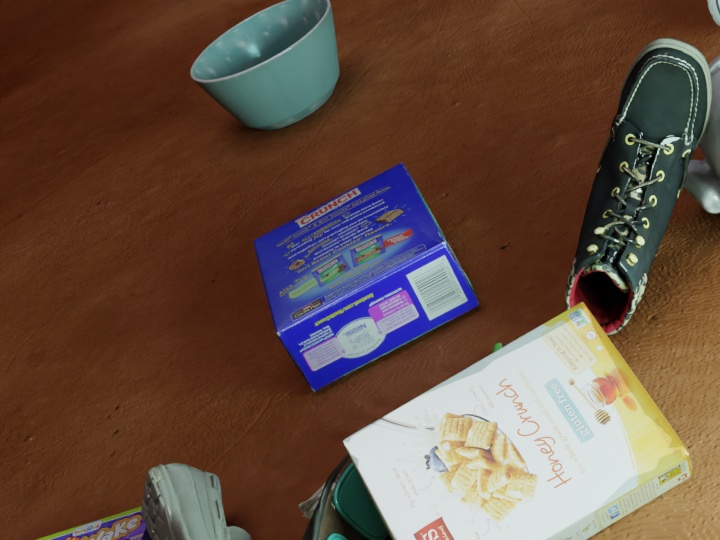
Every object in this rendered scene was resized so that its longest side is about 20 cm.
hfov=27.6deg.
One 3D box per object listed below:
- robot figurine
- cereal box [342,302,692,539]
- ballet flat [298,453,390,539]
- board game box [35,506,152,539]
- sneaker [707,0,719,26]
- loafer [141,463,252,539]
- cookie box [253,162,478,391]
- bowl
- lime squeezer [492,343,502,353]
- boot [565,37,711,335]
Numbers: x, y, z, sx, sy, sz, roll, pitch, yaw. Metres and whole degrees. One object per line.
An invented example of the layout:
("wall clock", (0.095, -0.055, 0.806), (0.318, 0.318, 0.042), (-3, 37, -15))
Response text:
("robot figurine", (0.331, -0.114, 1.180), (0.169, 0.113, 0.201), (-36, 25, 16))
("cereal box", (0.104, 0.128, 1.001), (0.199, 0.040, 0.144), (-30, 55, -3))
("ballet flat", (-0.021, 0.191, 1.050), (0.068, 0.068, 0.200), (-22, 24, 42))
("board game box", (-0.250, 0.269, 1.155), (0.198, 0.045, 0.135), (-20, 28, 18))
("sneaker", (0.431, -0.314, 1.472), (0.200, 0.079, 0.079), (-41, 23, -26))
("loafer", (-0.110, 0.213, 1.090), (0.069, 0.070, 0.200), (0, 34, -23))
("cookie box", (0.000, 0.000, 1.347), (0.170, 0.076, 0.200), (-28, 27, 3))
("bowl", (-0.105, -0.252, 1.859), (0.199, 0.106, 0.201), (-23, 26, 12))
("lime squeezer", (0.130, 0.093, 1.101), (0.070, 0.038, 0.200), (-37, 27, -16))
("boot", (0.216, -0.061, 1.141), (0.073, 0.205, 0.154), (18, 45, 8))
